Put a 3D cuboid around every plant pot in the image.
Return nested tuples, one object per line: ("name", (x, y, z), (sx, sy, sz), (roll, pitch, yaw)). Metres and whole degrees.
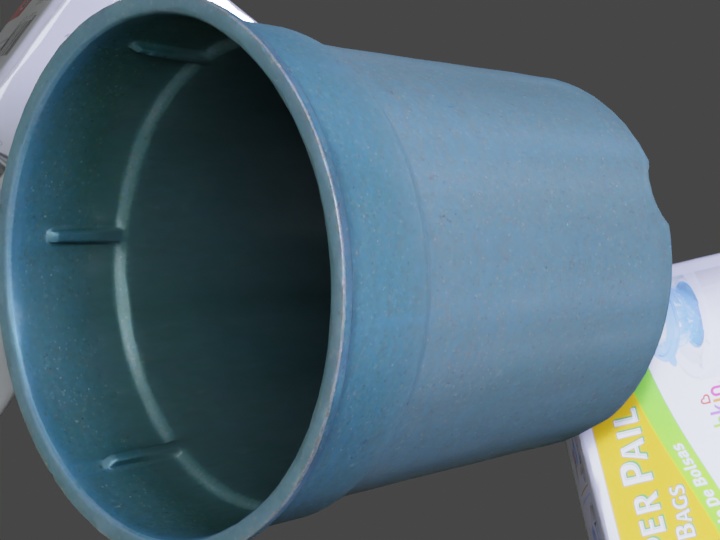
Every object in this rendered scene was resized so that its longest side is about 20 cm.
("plant pot", (0.000, 0.000, 0.918), (0.196, 0.200, 0.200), (-2, 71, -41))

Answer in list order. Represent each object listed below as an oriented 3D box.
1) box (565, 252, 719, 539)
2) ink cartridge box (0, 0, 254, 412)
("box", (0.150, 0.102, 1.009), (0.112, 0.101, 0.200), (-14, 76, 1))
("ink cartridge box", (-0.141, -0.039, 1.027), (0.083, 0.147, 0.200), (37, 82, -14))
